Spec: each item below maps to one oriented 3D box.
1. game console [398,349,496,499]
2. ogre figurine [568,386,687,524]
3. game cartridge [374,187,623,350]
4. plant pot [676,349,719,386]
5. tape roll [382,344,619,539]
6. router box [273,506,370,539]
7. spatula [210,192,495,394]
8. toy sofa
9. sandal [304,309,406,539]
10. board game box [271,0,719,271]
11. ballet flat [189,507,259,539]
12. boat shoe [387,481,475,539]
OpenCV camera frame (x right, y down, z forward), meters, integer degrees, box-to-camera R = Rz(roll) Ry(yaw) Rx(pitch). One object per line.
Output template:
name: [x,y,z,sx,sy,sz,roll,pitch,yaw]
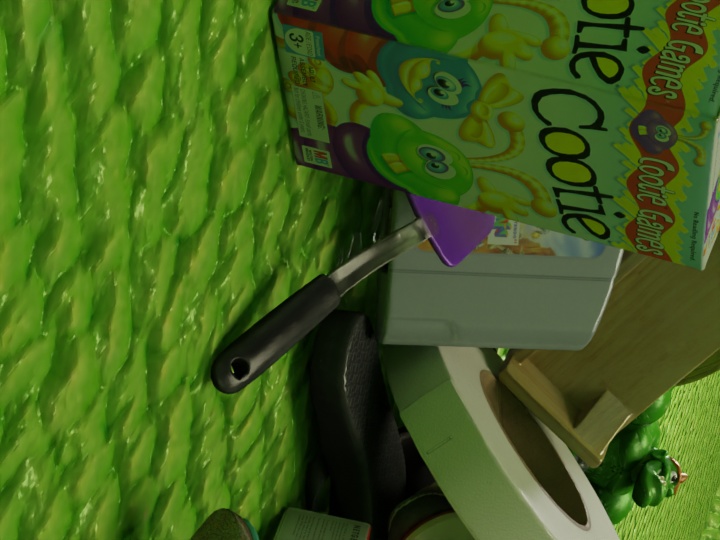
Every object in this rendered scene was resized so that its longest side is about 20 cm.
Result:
game console: [0.032,0.155,1.215,0.176,0.115,0.202,-107,-159,-61]
ogre figurine: [0.151,0.125,1.230,0.119,0.098,0.202,-18,116,-35]
game cartridge: [0.079,-0.058,0.963,0.042,0.132,0.202,-122,-145,-78]
plant pot: [0.212,-0.028,1.237,0.193,0.199,0.202,109,-1,-82]
tape roll: [0.084,0.110,1.038,0.037,0.204,0.203,-35,168,12]
router box: [-0.042,0.241,0.920,0.200,0.048,0.181,-69,169,-74]
spatula: [0.000,0.000,0.883,0.200,0.020,0.057,-38,107,-31]
toy sofa: [0.177,0.012,1.057,0.200,0.083,0.098,-44,-172,30]
sandal: [-0.008,0.100,1.017,0.076,0.042,0.201,-68,156,-48]
board game box: [0.075,-0.093,0.828,0.105,0.198,0.103,82,29,-52]
ballet flat: [-0.089,0.197,0.787,0.067,0.068,0.202,1,109,-31]
boat shoe: [0.054,0.155,1.073,0.063,0.071,0.200,64,9,25]
